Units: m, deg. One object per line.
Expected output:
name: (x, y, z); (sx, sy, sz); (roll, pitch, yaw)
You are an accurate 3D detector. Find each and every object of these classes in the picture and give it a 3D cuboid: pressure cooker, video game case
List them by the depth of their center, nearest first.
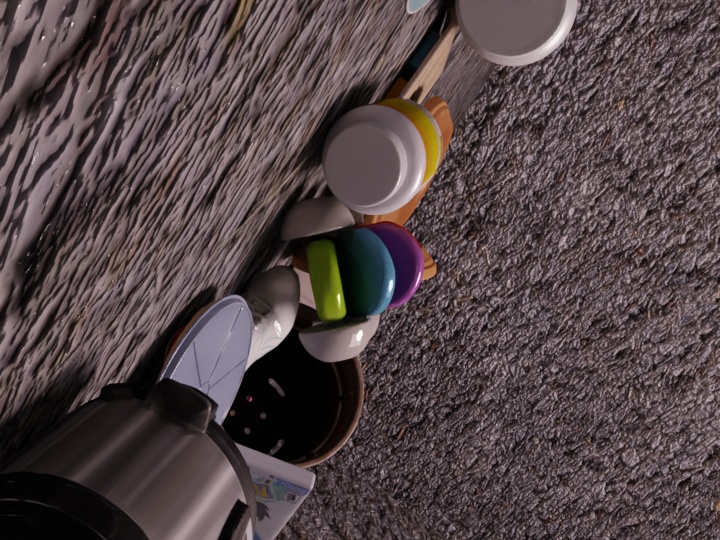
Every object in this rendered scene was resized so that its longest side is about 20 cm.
pressure cooker: (-0.163, 0.176, 0.606); (0.174, 0.181, 0.200); (-20, -171, 17)
video game case: (-0.173, 0.251, 1.045); (0.022, 0.197, 0.183); (-78, -166, -44)

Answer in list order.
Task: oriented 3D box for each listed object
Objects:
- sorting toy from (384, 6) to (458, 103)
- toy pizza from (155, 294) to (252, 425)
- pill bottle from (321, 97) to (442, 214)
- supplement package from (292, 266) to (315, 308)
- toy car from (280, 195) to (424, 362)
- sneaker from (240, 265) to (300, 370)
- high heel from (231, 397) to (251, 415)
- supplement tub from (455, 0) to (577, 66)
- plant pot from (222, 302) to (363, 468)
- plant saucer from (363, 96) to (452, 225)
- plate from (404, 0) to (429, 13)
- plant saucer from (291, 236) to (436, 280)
sorting toy: (0.064, -0.233, 1.191); (0.202, 0.036, 0.185); (-60, 178, -6)
toy pizza: (-0.165, 0.114, 0.872); (0.202, 0.031, 0.201); (-60, 165, -28)
pill bottle: (0.023, -0.122, 0.953); (0.110, 0.109, 0.200); (-56, 178, 18)
supplement package: (-0.060, 0.038, 1.355); (0.201, 0.113, 0.110); (-55, 179, -38)
toy car: (0.000, 0.000, 1.020); (0.200, 0.147, 0.178); (-32, 113, -82)
sneaker: (-0.128, 0.069, 1.006); (0.201, 0.070, 0.080); (-54, 174, -26)
high heel: (-0.217, 0.243, 1.446); (0.201, 0.067, 0.096); (-58, -175, -38)
supplement tub: (0.191, -0.325, 1.096); (0.146, 0.145, 0.200); (-56, 177, 19)
plant pot: (-0.123, 0.164, 1.144); (0.201, 0.200, 0.198); (-53, -174, -29)
plant saucer: (0.068, -0.130, 1.190); (0.202, 0.037, 0.200); (-57, 171, -15)
plate: (0.086, -0.307, 0.748); (0.202, 0.025, 0.200); (-56, 177, -5)
plant saucer: (0.006, -0.022, 1.220); (0.200, 0.197, 0.038); (-45, 140, -75)
